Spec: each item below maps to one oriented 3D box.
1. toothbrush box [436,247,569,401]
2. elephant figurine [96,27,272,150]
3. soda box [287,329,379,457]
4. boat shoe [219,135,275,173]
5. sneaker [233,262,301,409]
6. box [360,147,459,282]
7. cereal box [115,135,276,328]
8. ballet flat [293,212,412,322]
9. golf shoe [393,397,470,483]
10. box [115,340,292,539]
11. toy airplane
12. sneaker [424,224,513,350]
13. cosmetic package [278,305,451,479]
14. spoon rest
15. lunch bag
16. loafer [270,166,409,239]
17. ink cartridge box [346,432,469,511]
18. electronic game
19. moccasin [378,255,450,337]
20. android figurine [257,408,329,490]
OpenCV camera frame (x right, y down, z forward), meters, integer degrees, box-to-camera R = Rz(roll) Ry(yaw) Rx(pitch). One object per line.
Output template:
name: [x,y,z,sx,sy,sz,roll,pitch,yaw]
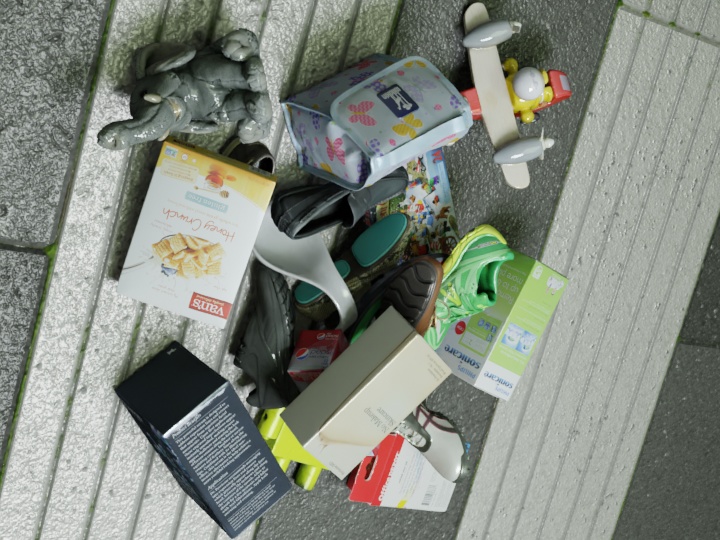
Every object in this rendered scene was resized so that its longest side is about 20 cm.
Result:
toothbrush box: [0.192,0.066,1.767,0.086,0.145,0.202,25,93,-39]
elephant figurine: [-0.208,-0.207,1.398,0.197,0.155,0.143,-13,80,-4]
soda box: [-0.028,0.167,1.614,0.201,0.063,0.071,65,33,-43]
boat shoe: [-0.166,-0.070,1.504,0.074,0.073,0.202,17,97,-38]
sneaker: [-0.127,0.091,1.592,0.090,0.076,0.203,-6,95,7]
box: [0.066,-0.080,1.690,0.136,0.038,0.202,-29,122,-24]
cereal box: [-0.199,-0.044,1.455,0.142,0.040,0.202,18,106,-8]
ballet flat: [0.000,0.000,1.637,0.199,0.068,0.075,-38,135,7]
golf shoe: [0.080,0.226,1.724,0.087,0.201,0.078,-11,145,-39]
box: [-0.199,0.216,1.540,0.107,0.148,0.201,-38,125,-18]
toy airplane: [0.193,-0.243,1.651,0.199,0.141,0.200,36,67,-16]
sneaker: [0.137,0.035,1.640,0.074,0.083,0.201,-5,131,-57]
cosmetic package: [0.007,0.155,1.519,0.200,0.073,0.104,-45,134,0]
spoon rest: [-0.070,-0.006,1.564,0.099,0.060,0.201,-42,97,-32]
lunch bag: [0.023,-0.190,1.515,0.169,0.199,0.128,-29,122,-23]
loafer: [-0.019,-0.086,1.558,0.199,0.071,0.068,-19,145,-24]
ink cartridge box: [0.058,0.290,1.804,0.199,0.067,0.117,15,98,-39]
electronic game: [0.056,0.052,1.681,0.199,0.042,0.201,-33,154,-18]
moccasin: [0.070,0.059,1.597,0.077,0.073,0.203,-27,143,-39]
android figurine: [-0.063,0.212,1.707,0.181,0.041,0.202,24,94,-39]
